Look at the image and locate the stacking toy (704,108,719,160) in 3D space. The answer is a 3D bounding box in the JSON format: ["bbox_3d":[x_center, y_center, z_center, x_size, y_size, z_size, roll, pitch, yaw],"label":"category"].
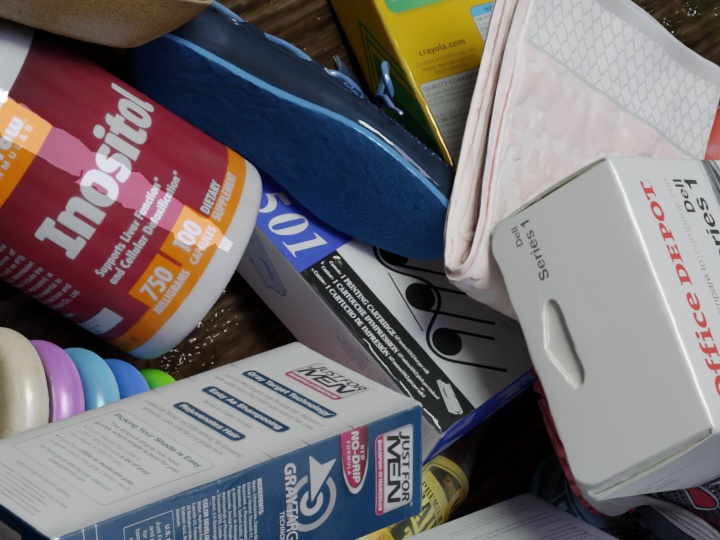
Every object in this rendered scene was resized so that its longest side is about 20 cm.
[{"bbox_3d":[0.250,-0.051,1.285,0.146,0.200,0.147,11,70,-30],"label":"stacking toy"}]

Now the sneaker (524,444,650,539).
[{"bbox_3d":[0.158,0.181,1.214,0.079,0.095,0.201,-15,84,-36],"label":"sneaker"}]

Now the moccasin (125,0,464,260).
[{"bbox_3d":[-0.022,-0.085,1.132,0.200,0.081,0.068,36,46,1],"label":"moccasin"}]

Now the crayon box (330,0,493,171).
[{"bbox_3d":[0.065,-0.129,1.257,0.125,0.052,0.201,-18,77,-26],"label":"crayon box"}]

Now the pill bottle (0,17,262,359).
[{"bbox_3d":[-0.156,-0.051,1.067,0.200,0.113,0.113,31,60,-19],"label":"pill bottle"}]

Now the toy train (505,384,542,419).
[{"bbox_3d":[0.108,-0.009,1.281,0.046,0.034,0.201,22,64,-29],"label":"toy train"}]

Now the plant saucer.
[{"bbox_3d":[-0.170,-0.146,1.066,0.200,0.200,0.036,14,101,-30],"label":"plant saucer"}]

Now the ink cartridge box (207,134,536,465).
[{"bbox_3d":[0.000,0.000,1.163,0.094,0.044,0.200,-32,75,-36],"label":"ink cartridge box"}]

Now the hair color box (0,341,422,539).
[{"bbox_3d":[-0.077,0.098,1.002,0.200,0.100,0.061,-18,117,-35],"label":"hair color box"}]

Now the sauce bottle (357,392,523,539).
[{"bbox_3d":[0.019,0.112,1.163,0.066,0.066,0.200,49,57,-11],"label":"sauce bottle"}]

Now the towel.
[{"bbox_3d":[0.122,-0.053,1.169,0.200,0.032,0.192,28,69,-47],"label":"towel"}]

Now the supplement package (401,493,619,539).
[{"bbox_3d":[0.091,0.226,1.063,0.151,0.200,0.151,-16,116,-36],"label":"supplement package"}]

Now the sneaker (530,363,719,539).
[{"bbox_3d":[0.157,0.088,1.155,0.200,0.075,0.081,31,36,-45],"label":"sneaker"}]

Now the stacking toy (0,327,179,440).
[{"bbox_3d":[-0.103,0.082,1.092,0.199,0.085,0.086,11,69,-38],"label":"stacking toy"}]

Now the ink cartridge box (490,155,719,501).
[{"bbox_3d":[0.175,0.025,1.098,0.200,0.084,0.147,-2,65,-47],"label":"ink cartridge box"}]
